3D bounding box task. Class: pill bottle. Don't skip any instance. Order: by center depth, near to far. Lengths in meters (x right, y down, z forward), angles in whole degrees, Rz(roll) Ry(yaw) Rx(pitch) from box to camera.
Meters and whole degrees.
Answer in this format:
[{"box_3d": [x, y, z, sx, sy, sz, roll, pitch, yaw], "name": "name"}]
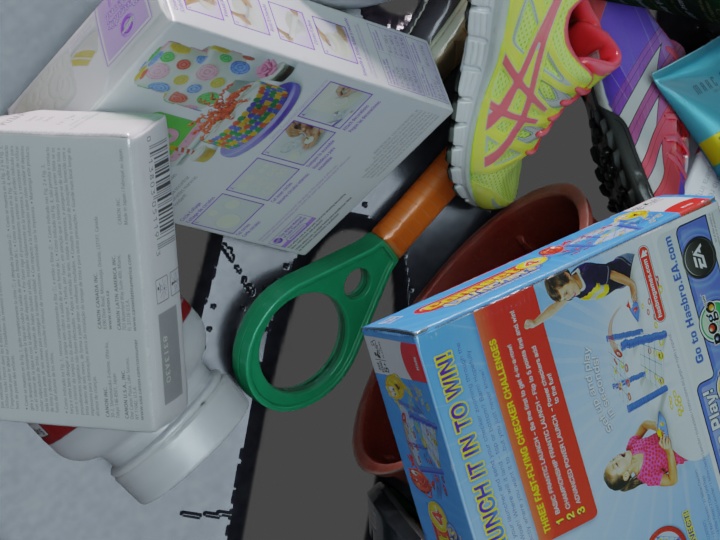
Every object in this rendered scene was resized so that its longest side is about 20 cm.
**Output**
[{"box_3d": [-0.162, 0.032, 1.339, 0.112, 0.112, 0.200, -44, 99, -6], "name": "pill bottle"}]

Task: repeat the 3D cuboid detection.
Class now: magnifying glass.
[{"box_3d": [0.000, 0.000, 1.409, 0.200, 0.022, 0.080, -47, 130, -10], "name": "magnifying glass"}]

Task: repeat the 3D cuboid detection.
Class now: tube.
[{"box_3d": [0.247, -0.044, 1.368, 0.077, 0.050, 0.200, -30, 92, -16], "name": "tube"}]

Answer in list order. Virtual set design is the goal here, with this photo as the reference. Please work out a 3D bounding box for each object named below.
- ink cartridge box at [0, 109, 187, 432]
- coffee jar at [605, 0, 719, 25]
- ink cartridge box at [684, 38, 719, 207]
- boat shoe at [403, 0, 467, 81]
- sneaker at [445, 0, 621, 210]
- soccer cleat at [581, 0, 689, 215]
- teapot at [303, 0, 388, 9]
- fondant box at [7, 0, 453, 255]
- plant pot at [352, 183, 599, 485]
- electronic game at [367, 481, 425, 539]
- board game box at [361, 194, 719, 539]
[{"box_3d": [-0.193, -0.003, 1.252, 0.199, 0.050, 0.162, 4, 107, 23], "name": "ink cartridge box"}, {"box_3d": [0.199, -0.185, 1.325, 0.200, 0.085, 0.105, 23, 81, 34], "name": "coffee jar"}, {"box_3d": [0.282, -0.036, 1.436, 0.199, 0.084, 0.145, 24, 89, -10], "name": "ink cartridge box"}, {"box_3d": [0.062, -0.188, 1.403, 0.065, 0.072, 0.200, 33, 92, 6], "name": "boat shoe"}, {"box_3d": [0.100, -0.110, 1.342, 0.090, 0.078, 0.200, 11, 133, 4], "name": "sneaker"}, {"box_3d": [0.166, -0.096, 1.387, 0.073, 0.068, 0.201, -13, 62, -6], "name": "soccer cleat"}, {"box_3d": [-0.017, -0.235, 1.344, 0.199, 0.146, 0.198, -6, 93, -4], "name": "teapot"}, {"box_3d": [-0.071, -0.088, 1.305, 0.200, 0.144, 0.058, 13, 46, -40], "name": "fondant box"}, {"box_3d": [0.132, 0.088, 1.371, 0.195, 0.201, 0.201, 38, 86, -18], "name": "plant pot"}, {"box_3d": [0.074, 0.197, 1.350, 0.042, 0.200, 0.200, -43, 98, 0], "name": "electronic game"}, {"box_3d": [0.120, 0.087, 1.232, 0.195, 0.056, 0.201, -23, 104, -26], "name": "board game box"}]
